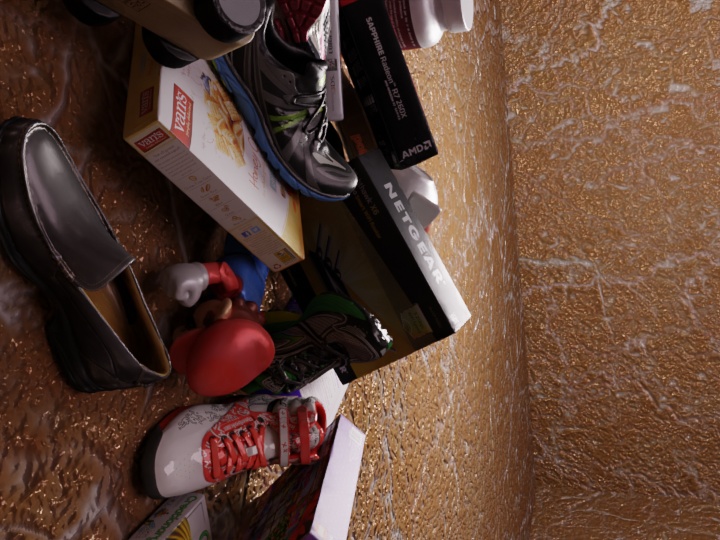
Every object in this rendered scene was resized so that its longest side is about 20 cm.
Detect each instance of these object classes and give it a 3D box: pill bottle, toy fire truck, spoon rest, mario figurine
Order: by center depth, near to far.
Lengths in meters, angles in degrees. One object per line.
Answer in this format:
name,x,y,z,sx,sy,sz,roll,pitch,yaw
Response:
toy fire truck,-0.150,-0.266,0.512,0.175,0.128,0.203,21,73,-42
mario figurine,-0.133,0.024,0.673,0.123,0.106,0.202,32,39,-25
spoon rest,0.058,-0.090,0.917,0.061,0.099,0.200,-56,-169,16
pill bottle,0.042,-0.344,0.965,0.113,0.197,0.115,-1,90,-70

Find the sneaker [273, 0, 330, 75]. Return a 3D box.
sneaker,-0.065,-0.239,0.685,0.075,0.079,0.203,-84,-179,-57

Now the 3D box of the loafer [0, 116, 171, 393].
loafer,-0.182,-0.007,0.500,0.073,0.071,0.203,-61,144,-53

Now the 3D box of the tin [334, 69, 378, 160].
tin,-0.013,-0.183,0.926,0.201,0.041,0.113,-109,-178,-60

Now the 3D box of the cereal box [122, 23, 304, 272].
cereal box,-0.118,-0.108,0.635,0.200,0.039,0.146,47,28,-49

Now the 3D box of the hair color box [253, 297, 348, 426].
hair color box,-0.055,0.100,0.868,0.201,0.064,0.111,-61,144,-52

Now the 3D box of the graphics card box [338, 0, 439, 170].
graphics card box,0.021,-0.214,0.829,0.125,0.050,0.203,-135,-156,-80

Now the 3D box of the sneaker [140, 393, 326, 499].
sneaker,-0.101,0.152,0.668,0.201,0.106,0.069,-7,95,-70

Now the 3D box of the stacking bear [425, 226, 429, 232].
stacking bear,0.021,-0.050,0.968,0.115,0.120,0.200,60,15,-15

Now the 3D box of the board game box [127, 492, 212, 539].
board game box,-0.157,0.306,0.609,0.126,0.034,0.204,-42,128,-66

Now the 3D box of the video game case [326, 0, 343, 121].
video game case,-0.048,-0.268,0.818,0.200,0.023,0.185,-123,-151,-70

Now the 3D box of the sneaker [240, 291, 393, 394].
sneaker,-0.050,0.082,0.699,0.078,0.198,0.086,48,49,-23

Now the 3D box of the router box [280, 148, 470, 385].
router box,0.000,0.000,0.782,0.202,0.156,0.052,60,33,-1

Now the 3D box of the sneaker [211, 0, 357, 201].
sneaker,-0.056,-0.146,0.657,0.201,0.082,0.071,58,20,-26

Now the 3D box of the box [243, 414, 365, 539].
box,-0.061,0.235,0.692,0.039,0.137,0.200,40,16,-6

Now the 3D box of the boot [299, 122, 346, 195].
boot,-0.035,-0.079,0.913,0.097,0.073,0.203,44,44,-63
